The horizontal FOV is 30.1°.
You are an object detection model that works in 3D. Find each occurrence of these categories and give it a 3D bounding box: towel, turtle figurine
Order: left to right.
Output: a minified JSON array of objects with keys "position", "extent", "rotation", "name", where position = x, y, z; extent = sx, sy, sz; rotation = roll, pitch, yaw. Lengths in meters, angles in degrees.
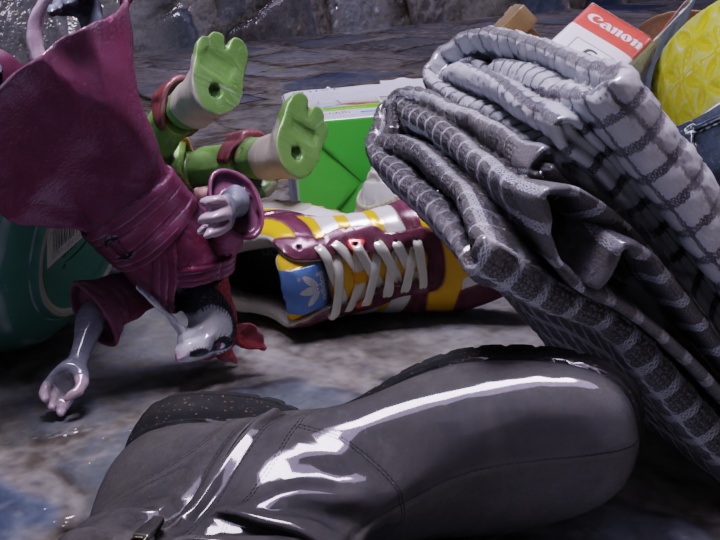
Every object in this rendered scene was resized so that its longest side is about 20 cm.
[{"position":[-0.108,-0.101,0.855],"extent":[0.193,0.145,0.199],"rotation":[-14,16,48],"name":"turtle figurine"},{"position":[0.091,-0.006,0.543],"extent":[0.086,0.166,0.200],"rotation":[-43,20,2],"name":"towel"}]

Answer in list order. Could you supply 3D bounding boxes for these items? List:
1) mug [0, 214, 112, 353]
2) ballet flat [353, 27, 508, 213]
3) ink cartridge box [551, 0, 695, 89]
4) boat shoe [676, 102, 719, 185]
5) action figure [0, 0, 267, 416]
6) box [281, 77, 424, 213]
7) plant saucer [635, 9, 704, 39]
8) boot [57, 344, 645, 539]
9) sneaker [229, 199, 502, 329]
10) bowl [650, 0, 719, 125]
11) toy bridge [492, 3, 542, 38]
[{"position":[-0.203,-0.018,0.728],"extent":[0.113,0.187,0.152],"rotation":[17,-7,15],"name":"mug"},{"position":[0.044,-0.080,0.862],"extent":[0.200,0.063,0.067],"rotation":[-48,25,-22],"name":"ballet flat"},{"position":[0.134,-0.102,0.845],"extent":[0.050,0.110,0.200],"rotation":[34,55,17],"name":"ink cartridge box"},{"position":[0.176,-0.041,0.757],"extent":[0.090,0.071,0.200],"rotation":[-23,-7,-37],"name":"boat shoe"},{"position":[-0.118,-0.029,0.658],"extent":[0.133,0.201,0.149],"rotation":[-30,27,12],"name":"action figure"},{"position":[0.044,-0.087,1.001],"extent":[0.197,0.098,0.177],"rotation":[-5,14,-5],"name":"box"},{"position":[0.270,-0.103,0.943],"extent":[0.199,0.037,0.201],"rotation":[29,-15,8],"name":"plant saucer"},{"position":[-0.007,0.085,0.429],"extent":[0.198,0.071,0.132],"rotation":[-12,15,15],"name":"boot"},{"position":[0.000,0.000,0.743],"extent":[0.198,0.076,0.090],"rotation":[-5,19,26],"name":"sneaker"},{"position":[0.274,-0.069,0.808],"extent":[0.198,0.201,0.109],"rotation":[1,57,16],"name":"bowl"},{"position":[0.174,-0.119,0.987],"extent":[0.027,0.200,0.067],"rotation":[-47,13,5],"name":"toy bridge"}]
